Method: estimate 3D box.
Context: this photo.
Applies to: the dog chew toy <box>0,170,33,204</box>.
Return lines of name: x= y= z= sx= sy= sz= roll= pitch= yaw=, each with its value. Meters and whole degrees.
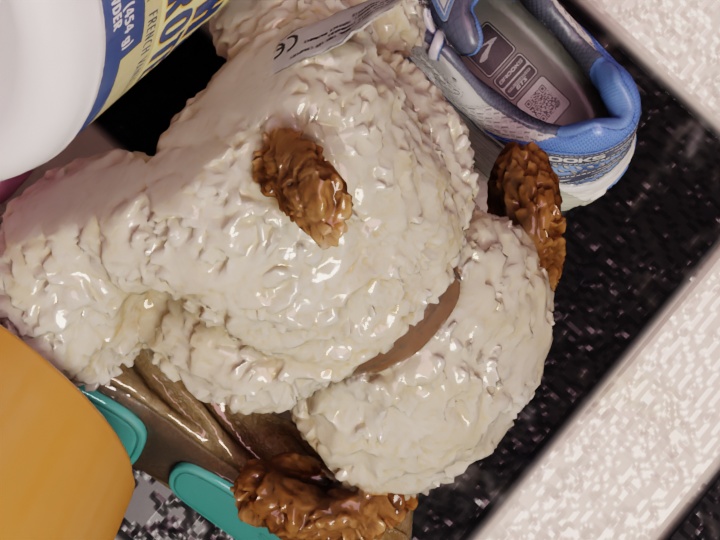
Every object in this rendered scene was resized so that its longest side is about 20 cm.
dog chew toy: x=-0.180 y=-0.055 z=0.977 sx=0.124 sy=0.200 sz=0.125 roll=6 pitch=113 yaw=15

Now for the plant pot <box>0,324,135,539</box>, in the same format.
plant pot: x=-0.176 y=0.108 z=0.963 sx=0.200 sy=0.200 sz=0.184 roll=36 pitch=66 yaw=-3

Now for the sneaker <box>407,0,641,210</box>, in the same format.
sneaker: x=0.028 y=-0.105 z=1.079 sx=0.199 sy=0.085 sz=0.077 roll=34 pitch=77 yaw=-3

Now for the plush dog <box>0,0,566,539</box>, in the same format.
plush dog: x=0.000 y=0.000 z=0.979 sx=0.200 sy=0.160 sz=0.172 roll=-51 pitch=124 yaw=-9

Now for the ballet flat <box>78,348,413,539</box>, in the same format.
ballet flat: x=-0.065 y=0.047 z=1.054 sx=0.199 sy=0.068 sz=0.073 roll=28 pitch=61 yaw=-4

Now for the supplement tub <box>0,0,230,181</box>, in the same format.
supplement tub: x=-0.094 y=-0.133 z=0.904 sx=0.144 sy=0.144 sz=0.200 roll=45 pitch=47 yaw=-1
